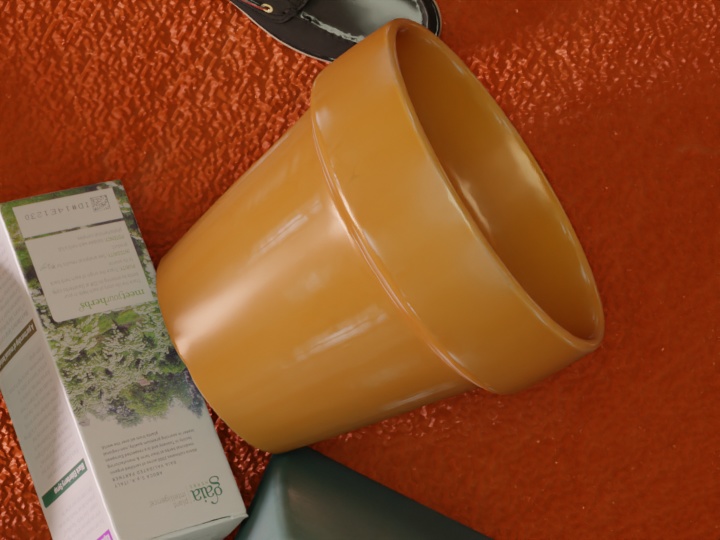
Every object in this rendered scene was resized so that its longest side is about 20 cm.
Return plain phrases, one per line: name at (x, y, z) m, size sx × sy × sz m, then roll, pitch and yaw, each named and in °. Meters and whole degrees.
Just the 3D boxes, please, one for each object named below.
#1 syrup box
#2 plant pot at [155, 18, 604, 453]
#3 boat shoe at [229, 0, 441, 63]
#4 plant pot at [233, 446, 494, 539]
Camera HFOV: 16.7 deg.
syrup box at (-0.141, 0.061, 1.313) m, size 0.078 × 0.081 × 0.201 m, roll -13°, pitch 75°, yaw -33°
plant pot at (0.000, 0.000, 1.299) m, size 0.183 × 0.200 × 0.201 m, roll -32°, pitch 89°, yaw 17°
boat shoe at (-0.047, -0.172, 1.354) m, size 0.201 × 0.063 × 0.074 m, roll 31°, pitch 89°, yaw 0°
plant pot at (-0.014, 0.188, 1.285) m, size 0.141 × 0.200 × 0.142 m, roll 26°, pitch 91°, yaw 1°
